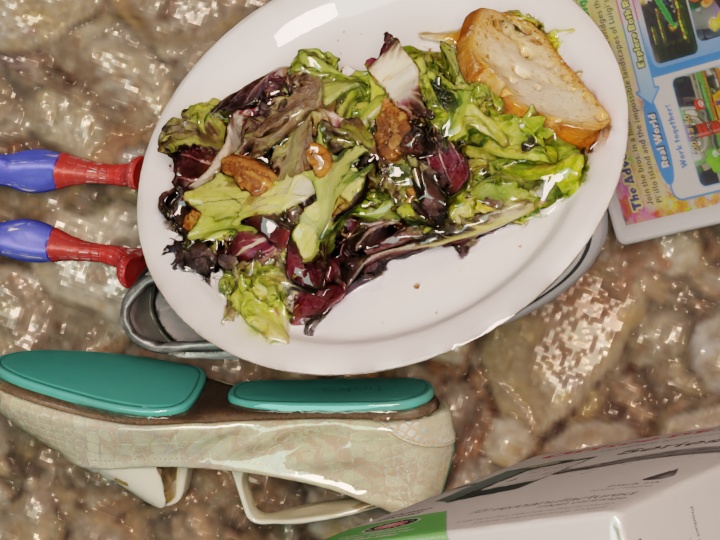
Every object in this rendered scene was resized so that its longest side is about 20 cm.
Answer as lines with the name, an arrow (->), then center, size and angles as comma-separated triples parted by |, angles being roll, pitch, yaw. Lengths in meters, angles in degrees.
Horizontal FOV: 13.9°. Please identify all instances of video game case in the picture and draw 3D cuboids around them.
video game case -> 0.144, -0.122, 1.124 | 0.182, 0.024, 0.201 | -13, 93, 46

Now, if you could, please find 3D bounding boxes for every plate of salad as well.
plate of salad -> 0.004, -0.050, 1.146 | 0.199, 0.048, 0.201 | -9, 55, 14

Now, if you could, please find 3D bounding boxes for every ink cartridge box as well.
ink cartridge box -> 0.086, 0.116, 1.101 | 0.145, 0.200, 0.085 | -11, 92, 32

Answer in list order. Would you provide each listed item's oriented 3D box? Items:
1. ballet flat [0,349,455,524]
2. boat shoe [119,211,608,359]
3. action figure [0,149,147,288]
ballet flat -> -0.061, 0.073, 1.215 | 0.199, 0.067, 0.063 | 5, 106, 13
boat shoe -> -0.001, -0.003, 1.190 | 0.198, 0.068, 0.074 | -7, 94, 14
action figure -> -0.187, -0.032, 1.243 | 0.199, 0.052, 0.066 | 6, 100, 15
